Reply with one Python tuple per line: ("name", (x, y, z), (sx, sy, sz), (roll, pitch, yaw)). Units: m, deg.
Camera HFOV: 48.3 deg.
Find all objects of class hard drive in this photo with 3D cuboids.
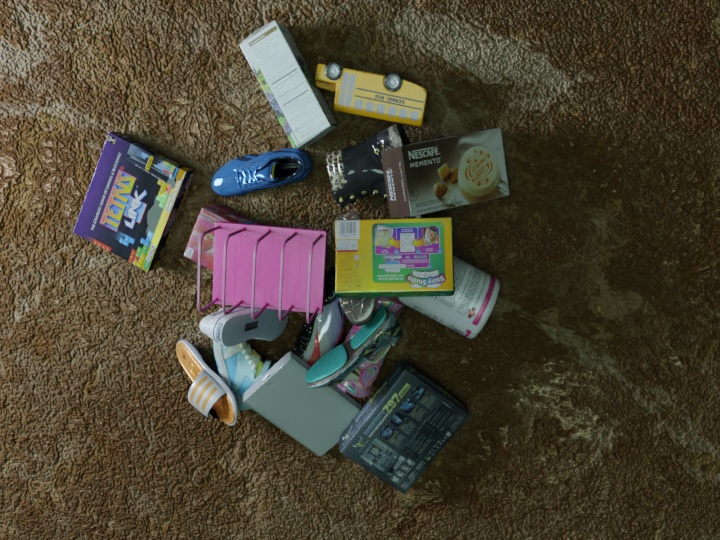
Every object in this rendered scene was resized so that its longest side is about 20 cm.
("hard drive", (-0.100, 0.247, 1.464), (0.131, 0.026, 0.199), (-41, 117, 17))

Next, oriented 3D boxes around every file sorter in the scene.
("file sorter", (-0.163, 0.005, 1.329), (0.194, 0.125, 0.143), (5, 100, 6))

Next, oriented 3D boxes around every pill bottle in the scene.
("pill bottle", (0.132, 0.023, 1.393), (0.197, 0.113, 0.115), (27, 102, -2))

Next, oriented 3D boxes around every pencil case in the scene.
("pencil case", (0.013, 0.123, 1.446), (0.086, 0.087, 0.204), (23, 103, 3))

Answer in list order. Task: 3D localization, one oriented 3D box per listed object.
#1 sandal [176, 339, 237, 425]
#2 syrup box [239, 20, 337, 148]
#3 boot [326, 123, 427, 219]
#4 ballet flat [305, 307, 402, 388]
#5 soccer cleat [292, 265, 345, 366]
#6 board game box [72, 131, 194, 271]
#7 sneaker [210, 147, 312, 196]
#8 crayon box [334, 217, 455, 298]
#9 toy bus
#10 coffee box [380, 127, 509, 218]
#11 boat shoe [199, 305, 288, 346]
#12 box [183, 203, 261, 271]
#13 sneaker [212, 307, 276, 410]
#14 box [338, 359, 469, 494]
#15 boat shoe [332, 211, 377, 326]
("sandal", (-0.298, 0.215, 1.475), (0.206, 0.058, 0.080), (42, 134, 30))
("syrup box", (-0.123, -0.321, 1.396), (0.080, 0.079, 0.203), (-28, 94, 12))
("boot", (0.032, -0.140, 1.409), (0.147, 0.073, 0.205), (-13, 107, 15))
("ballet flat", (-0.006, 0.150, 1.382), (0.199, 0.074, 0.075), (-39, 92, 16))
("soccer cleat", (-0.054, 0.083, 1.467), (0.072, 0.068, 0.204), (23, 92, -29))
("board game box", (-0.417, -0.127, 1.480), (0.162, 0.057, 0.204), (25, 101, 2))
("sneaker", (-0.182, -0.175, 1.430), (0.195, 0.078, 0.068), (-11, 100, 11))
("crayon box", (0.055, -0.020, 1.313), (0.194, 0.058, 0.122), (-1, 80, 3))
("toy bus", (0.019, -0.306, 1.387), (0.195, 0.065, 0.080), (11, 102, 5))
("coffee box", (0.141, -0.163, 1.339), (0.195, 0.079, 0.118), (-13, 98, -24))
("boat shoe", (-0.204, 0.087, 1.425), (0.064, 0.198, 0.076), (15, 97, 29))
("box", (-0.203, -0.033, 1.442), (0.196, 0.100, 0.097), (26, 101, 3))
("sneaker", (-0.199, 0.163, 1.487), (0.127, 0.080, 0.205), (-3, 108, 10))
("box", (0.078, 0.286, 1.462), (0.156, 0.051, 0.202), (34, 102, -16))
("boat shoe", (0.000, 0.000, 1.392), (0.073, 0.073, 0.205), (-10, 69, 14))
